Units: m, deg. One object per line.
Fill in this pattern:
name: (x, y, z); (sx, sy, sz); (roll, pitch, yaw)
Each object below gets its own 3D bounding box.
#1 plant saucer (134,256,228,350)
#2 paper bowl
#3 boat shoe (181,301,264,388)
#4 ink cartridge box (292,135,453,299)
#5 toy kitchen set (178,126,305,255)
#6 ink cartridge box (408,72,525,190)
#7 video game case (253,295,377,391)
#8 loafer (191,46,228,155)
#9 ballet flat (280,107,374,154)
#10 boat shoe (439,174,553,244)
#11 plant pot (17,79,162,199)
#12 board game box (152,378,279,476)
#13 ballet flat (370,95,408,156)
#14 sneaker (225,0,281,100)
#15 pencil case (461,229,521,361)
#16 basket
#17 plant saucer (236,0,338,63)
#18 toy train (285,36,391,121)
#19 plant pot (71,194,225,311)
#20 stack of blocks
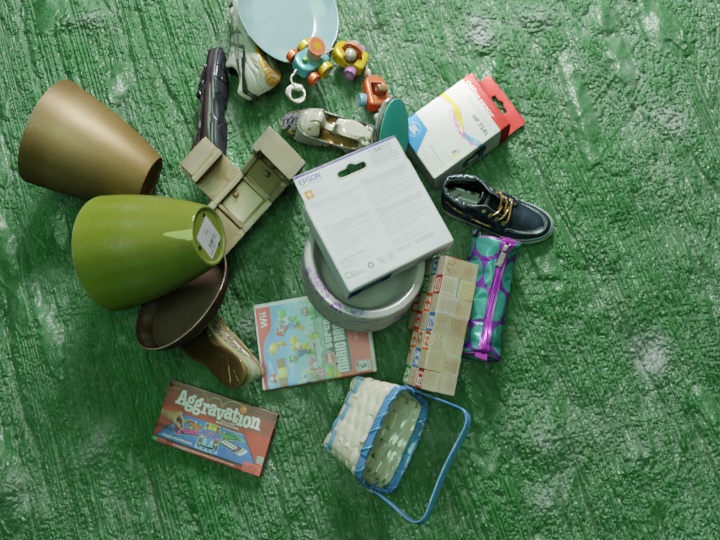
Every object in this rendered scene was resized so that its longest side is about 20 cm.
plant saucer: (-0.288, 0.051, 1.235); (0.197, 0.035, 0.203); (-25, 40, 23)
paper bowl: (0.000, 0.000, 1.211); (0.195, 0.105, 0.206); (5, 65, -10)
boat shoe: (-0.240, 0.125, 1.251); (0.199, 0.062, 0.074); (42, 111, 29)
ink cartridge box: (0.017, -0.086, 1.168); (0.196, 0.041, 0.203); (-24, 77, -18)
toy kitchen set: (-0.216, -0.152, 1.221); (0.163, 0.180, 0.201); (43, 87, -8)
ink cartridge box: (0.173, -0.247, 1.274); (0.198, 0.067, 0.117); (-36, 76, -1)
video game case: (-0.077, 0.114, 1.259); (0.194, 0.017, 0.147); (-10, 78, 5)
loafer: (-0.273, -0.300, 1.338); (0.061, 0.072, 0.206); (-2, 81, 10)
ballet flat: (-0.050, -0.248, 1.301); (0.195, 0.072, 0.074); (19, 81, 10)
boat shoe: (0.223, -0.099, 1.228); (0.195, 0.091, 0.073); (16, 81, 9)
plant pot: (-0.450, -0.197, 1.297); (0.196, 0.186, 0.190); (25, 82, -4)
board game box: (-0.241, 0.261, 1.249); (0.195, 0.019, 0.106); (15, 80, 9)
ballet flat: (0.043, -0.186, 1.249); (0.072, 0.074, 0.206); (1, 105, 7)
sneaker: (-0.213, -0.399, 1.347); (0.087, 0.075, 0.204); (-31, 63, 24)
pencil case: (0.200, 0.043, 1.203); (0.083, 0.092, 0.206); (13, 82, -9)
basket: (0.057, 0.258, 1.142); (0.198, 0.139, 0.179); (23, 81, 41)
plant saucer: (-0.133, -0.459, 1.338); (0.196, 0.038, 0.207); (5, 78, -27)
toy train: (-0.031, -0.340, 1.291); (0.195, 0.056, 0.154); (2, 65, -20)
plant pot: (-0.321, -0.042, 1.201); (0.195, 0.186, 0.193); (-8, 77, 22)
stack of blocks: (0.121, 0.086, 1.185); (0.057, 0.115, 0.206); (13, 84, -14)
